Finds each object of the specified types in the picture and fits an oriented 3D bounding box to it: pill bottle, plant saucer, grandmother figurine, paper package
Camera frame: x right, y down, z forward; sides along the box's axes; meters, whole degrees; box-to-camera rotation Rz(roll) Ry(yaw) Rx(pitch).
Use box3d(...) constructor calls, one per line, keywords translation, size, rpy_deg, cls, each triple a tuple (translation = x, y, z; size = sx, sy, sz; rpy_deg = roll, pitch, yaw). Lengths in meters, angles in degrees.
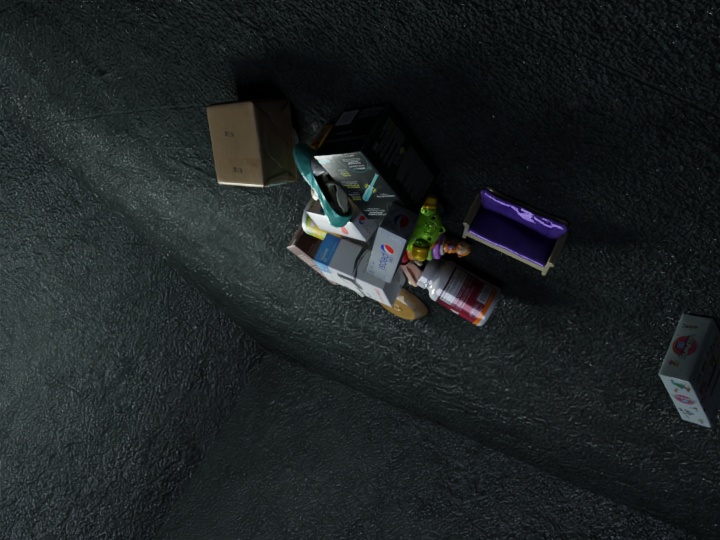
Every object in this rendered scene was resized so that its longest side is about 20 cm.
box3d(translation=(-0.044, -0.118, 1.626), size=(0.198, 0.112, 0.111), rpy_deg=(23, 159, 22), cls="pill bottle")
box3d(translation=(0.123, 0.107, 2.021), size=(0.198, 0.036, 0.201), rpy_deg=(28, 160, 11), cls="plant saucer")
box3d(translation=(0.117, -0.028, 1.687), size=(0.120, 0.061, 0.200), rpy_deg=(-2, 145, 42), cls="grandmother figurine")
box3d(translation=(0.249, 0.047, 1.589), size=(0.198, 0.114, 0.113), rpy_deg=(30, 160, 5), cls="pill bottle")
box3d(translation=(-0.247, -0.289, 1.409), size=(0.198, 0.103, 0.194), rpy_deg=(9, 111, 45), cls="paper package")

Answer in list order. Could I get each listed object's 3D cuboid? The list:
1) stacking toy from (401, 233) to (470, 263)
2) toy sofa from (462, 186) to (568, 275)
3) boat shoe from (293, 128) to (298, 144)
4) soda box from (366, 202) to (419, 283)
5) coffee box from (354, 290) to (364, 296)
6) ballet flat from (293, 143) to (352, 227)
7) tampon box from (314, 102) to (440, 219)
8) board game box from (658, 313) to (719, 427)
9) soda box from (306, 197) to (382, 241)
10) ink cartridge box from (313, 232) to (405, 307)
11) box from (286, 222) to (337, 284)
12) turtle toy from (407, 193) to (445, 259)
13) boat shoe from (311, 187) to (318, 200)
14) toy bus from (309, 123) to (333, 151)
box3d(translation=(0.168, -0.063, 1.494), size=(0.197, 0.118, 0.110), rpy_deg=(10, 156, 21), cls="stacking toy")
box3d(translation=(0.310, -0.080, 1.250), size=(0.198, 0.083, 0.098), rpy_deg=(27, 161, 13), cls="toy sofa")
box3d(translation=(-0.199, -0.291, 1.502), size=(0.072, 0.073, 0.200), rpy_deg=(30, 159, 4), cls="boat shoe")
box3d(translation=(0.065, -0.054, 1.297), size=(0.063, 0.069, 0.201), rpy_deg=(26, 153, 6), cls="soda box")
box3d(translation=(0.021, 0.004, 1.740), size=(0.080, 0.115, 0.200), rpy_deg=(41, 174, 1), cls="coffee box")
box3d(translation=(-0.071, -0.189, 1.319), size=(0.070, 0.067, 0.202), rpy_deg=(-20, 101, 47), cls="ballet flat")
box3d(translation=(0.036, -0.215, 1.262), size=(0.149, 0.127, 0.200), rpy_deg=(6, 149, 47), cls="tampon box")
box3d(translation=(0.694, 0.207, 1.275), size=(0.064, 0.149, 0.200), rpy_deg=(11, 152, 47), cls="board game box")
box3d(translation=(-0.040, -0.127, 1.441), size=(0.199, 0.068, 0.064), rpy_deg=(19, 154, 52), cls="soda box")
box3d(translation=(0.000, 0.000, 1.551), size=(0.198, 0.085, 0.145), rpy_deg=(23, 166, 20), cls="ink cartridge box")
box3d(translation=(-0.116, -0.053, 1.897), size=(0.199, 0.101, 0.075), rpy_deg=(40, 158, -22), cls="box")
box3d(translation=(0.109, -0.114, 1.408), size=(0.198, 0.148, 0.101), rpy_deg=(18, -164, 32), cls="turtle toy")
box3d(translation=(-0.043, -0.177, 1.550), size=(0.198, 0.072, 0.065), rpy_deg=(31, 166, 18), cls="boat shoe")
box3d(translation=(-0.022, -0.227, 1.385), size=(0.199, 0.079, 0.065), rpy_deg=(40, 163, -24), cls="toy bus")
